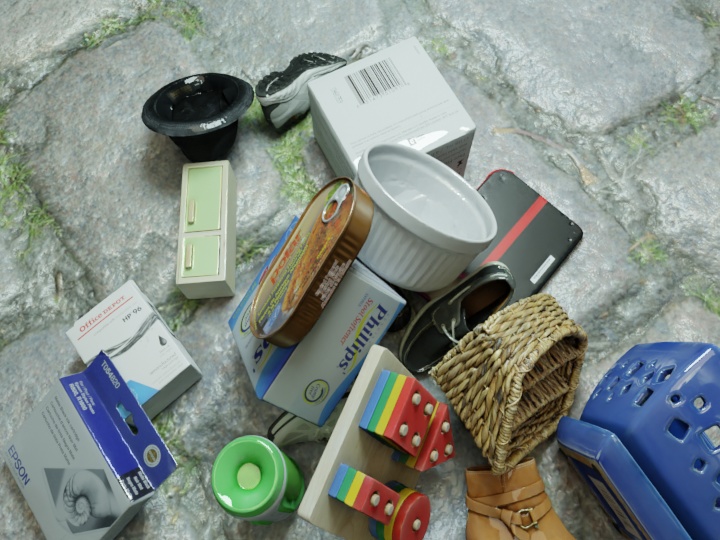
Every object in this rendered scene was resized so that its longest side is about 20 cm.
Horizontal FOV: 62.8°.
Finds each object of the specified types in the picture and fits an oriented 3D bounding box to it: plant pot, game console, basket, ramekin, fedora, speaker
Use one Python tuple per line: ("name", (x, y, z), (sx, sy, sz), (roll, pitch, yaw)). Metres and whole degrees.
("plant pot", (0.357, 0.216, 0.689), (0.178, 0.200, 0.202), (-36, 84, -4))
("game console", (0.221, -0.045, 0.908), (0.176, 0.031, 0.200), (41, 75, 11))
("basket", (0.212, 0.128, 0.731), (0.198, 0.143, 0.150), (-11, 59, -46))
("ramekin", (0.068, -0.066, 0.774), (0.197, 0.106, 0.202), (23, 34, -16))
("fedora", (-0.253, -0.239, 0.956), (0.195, 0.093, 0.203), (-3, 42, 3))
("speaker", (-0.116, 0.251, 0.701), (0.086, 0.201, 0.091), (-1, 66, 2))

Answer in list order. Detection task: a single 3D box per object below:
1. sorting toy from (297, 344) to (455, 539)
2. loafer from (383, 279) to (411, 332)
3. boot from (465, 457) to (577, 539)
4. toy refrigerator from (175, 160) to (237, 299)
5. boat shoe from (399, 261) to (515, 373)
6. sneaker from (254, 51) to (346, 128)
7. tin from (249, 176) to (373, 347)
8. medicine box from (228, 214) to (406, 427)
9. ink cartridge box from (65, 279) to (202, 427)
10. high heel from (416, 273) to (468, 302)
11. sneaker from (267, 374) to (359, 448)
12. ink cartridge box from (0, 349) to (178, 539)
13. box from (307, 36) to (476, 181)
("sorting toy", (0.043, 0.227, 0.700), (0.068, 0.199, 0.203), (10, 65, 37))
("loafer", (0.000, 0.000, 0.871), (0.199, 0.073, 0.073), (41, 75, 18))
("boot", (0.225, 0.308, 0.717), (0.195, 0.074, 0.159), (-8, 81, 3))
("toy refrigerator", (-0.235, -0.066, 0.909), (0.074, 0.070, 0.205), (-4, 68, 0))
("boat shoe", (0.129, 0.070, 0.805), (0.200, 0.068, 0.072), (-43, 104, 13))
("sneaker", (-0.099, -0.315, 1.014), (0.073, 0.080, 0.200), (27, 53, 32))
("tin", (-0.056, -0.009, 0.658), (0.202, 0.042, 0.112), (-58, 35, 3))
("medicine box", (-0.065, 0.055, 0.752), (0.184, 0.102, 0.200), (-56, 30, 6))
("ink cartridge box", (-0.332, 0.105, 0.843), (0.115, 0.068, 0.200), (-39, 71, -13))
("high heel", (0.105, 0.015, 0.837), (0.199, 0.096, 0.068), (39, 100, 11))
("sneaker", (-0.018, 0.214, 0.781), (0.197, 0.076, 0.117), (-24, 66, -10))
("ink cartridge box", (-0.355, 0.243, 0.760), (0.200, 0.040, 0.200), (-47, 70, 10))
("box", (0.044, -0.219, 0.929), (0.196, 0.131, 0.203), (-26, 69, -9))
